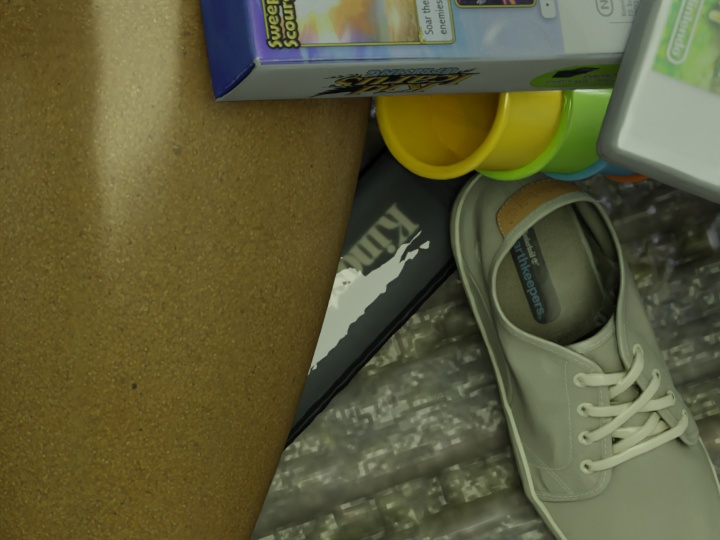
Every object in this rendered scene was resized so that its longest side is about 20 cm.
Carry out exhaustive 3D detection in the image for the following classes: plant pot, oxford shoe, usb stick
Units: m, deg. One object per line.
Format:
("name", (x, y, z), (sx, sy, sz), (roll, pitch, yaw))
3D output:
("plant pot", (-0.085, 0.007, 0.811), (0.186, 0.186, 0.201), (1, 86, -10))
("oxford shoe", (0.094, 0.050, 0.891), (0.075, 0.058, 0.200), (-28, 104, -16))
("usb stick", (0.000, 0.000, 0.902), (0.055, 0.033, 0.200), (44, 80, -4))

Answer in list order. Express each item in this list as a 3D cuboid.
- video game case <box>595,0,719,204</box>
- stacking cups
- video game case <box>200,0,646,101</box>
("video game case", (0.189, -0.100, 0.750), (0.182, 0.022, 0.200), (20, 82, -11))
("stacking cups", (0.092, -0.063, 0.859), (0.200, 0.060, 0.061), (-2, 84, -48))
("video game case", (0.028, -0.158, 0.756), (0.181, 0.045, 0.201), (-3, 78, -24))
